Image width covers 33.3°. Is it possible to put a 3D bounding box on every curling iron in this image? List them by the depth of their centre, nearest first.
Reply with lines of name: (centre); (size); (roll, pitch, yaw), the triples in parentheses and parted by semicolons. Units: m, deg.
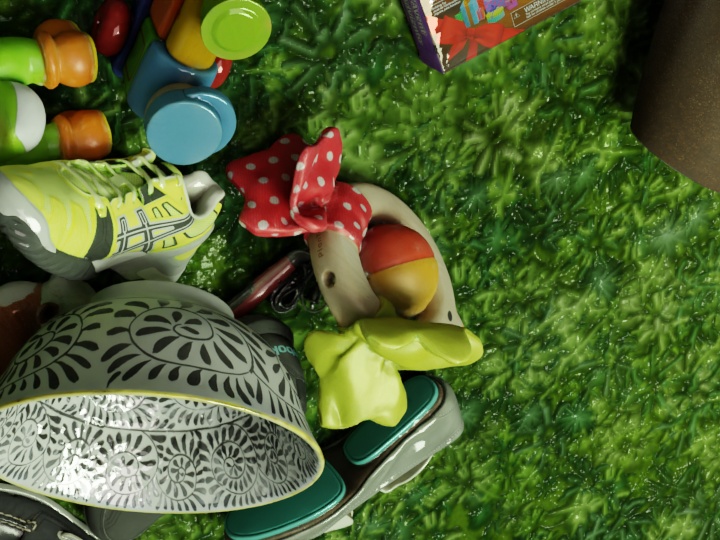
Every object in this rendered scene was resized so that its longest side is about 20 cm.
curling iron: (-0.100, 0.053, 0.823); (0.200, 0.026, 0.050); (-38, 119, -6)

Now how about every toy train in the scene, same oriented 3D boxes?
toy train: (-0.075, -0.163, 0.663); (0.084, 0.116, 0.200); (14, 125, -29)

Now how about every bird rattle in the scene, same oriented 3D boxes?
bird rattle: (0.000, 0.000, 0.794); (0.113, 0.201, 0.163); (-37, 163, 28)

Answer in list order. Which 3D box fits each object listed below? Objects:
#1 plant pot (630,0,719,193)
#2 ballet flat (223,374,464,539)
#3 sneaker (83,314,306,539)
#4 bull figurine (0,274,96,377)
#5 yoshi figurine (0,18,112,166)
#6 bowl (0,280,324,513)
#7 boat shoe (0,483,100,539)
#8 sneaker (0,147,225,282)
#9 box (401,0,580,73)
plant pot: (0.281, -0.160, 0.838); (0.186, 0.187, 0.201); (16, 119, -29)
ballet flat: (-0.006, 0.156, 0.890); (0.200, 0.067, 0.064); (-35, 129, -7)
sneaker: (-0.111, 0.120, 0.801); (0.200, 0.079, 0.075); (-48, 138, 14)
bull figurine: (-0.246, 0.069, 0.738); (0.199, 0.065, 0.122); (-12, 114, -22)
yoshi figurine: (-0.250, -0.081, 0.674); (0.199, 0.113, 0.112); (-20, 160, -32)
bowl: (-0.119, 0.067, 0.698); (0.199, 0.095, 0.201); (1, 152, 1)
boat shoe: (-0.211, 0.207, 0.818); (0.200, 0.060, 0.074); (37, 94, -32)
sneaker: (-0.147, -0.041, 0.690); (0.076, 0.075, 0.200); (-49, 165, 10)
box: (0.109, -0.236, 0.789); (0.199, 0.039, 0.137); (-30, 120, -10)
